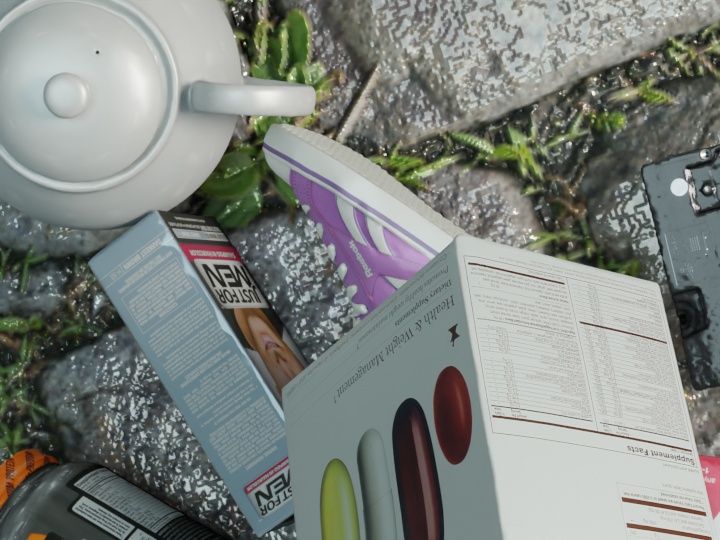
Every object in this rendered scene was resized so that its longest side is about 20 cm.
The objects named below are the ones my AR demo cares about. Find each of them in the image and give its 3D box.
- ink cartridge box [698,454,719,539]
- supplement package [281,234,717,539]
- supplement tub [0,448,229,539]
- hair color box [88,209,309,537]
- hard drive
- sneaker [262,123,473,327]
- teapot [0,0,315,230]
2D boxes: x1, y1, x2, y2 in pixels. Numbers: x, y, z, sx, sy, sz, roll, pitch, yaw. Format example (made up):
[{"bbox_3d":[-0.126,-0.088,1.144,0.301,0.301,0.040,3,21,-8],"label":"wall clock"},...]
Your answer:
[{"bbox_3d":[0.210,0.208,1.051,0.144,0.083,0.201,6,83,10],"label":"ink cartridge box"},{"bbox_3d":[0.070,0.124,1.013,0.191,0.146,0.201,-43,45,44],"label":"supplement package"},{"bbox_3d":[-0.150,0.201,1.170,0.199,0.122,0.123,27,98,17],"label":"supplement tub"},{"bbox_3d":[-0.078,0.061,1.159,0.061,0.099,0.201,-35,80,14],"label":"hair color box"},{"bbox_3d":[0.275,-0.019,1.076,0.199,0.038,0.141,-15,85,18],"label":"hard drive"},{"bbox_3d":[0.000,0.000,1.149,0.200,0.073,0.115,38,104,14],"label":"sneaker"},{"bbox_3d":[-0.161,-0.110,1.118,0.200,0.146,0.198,-41,98,5],"label":"teapot"}]
